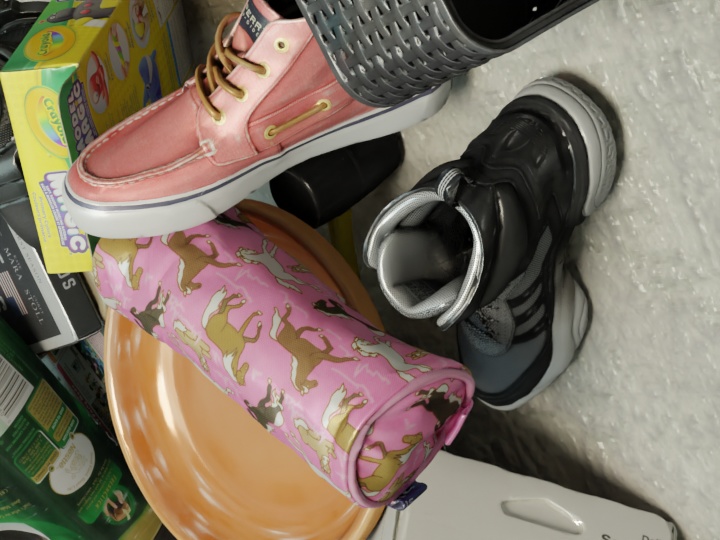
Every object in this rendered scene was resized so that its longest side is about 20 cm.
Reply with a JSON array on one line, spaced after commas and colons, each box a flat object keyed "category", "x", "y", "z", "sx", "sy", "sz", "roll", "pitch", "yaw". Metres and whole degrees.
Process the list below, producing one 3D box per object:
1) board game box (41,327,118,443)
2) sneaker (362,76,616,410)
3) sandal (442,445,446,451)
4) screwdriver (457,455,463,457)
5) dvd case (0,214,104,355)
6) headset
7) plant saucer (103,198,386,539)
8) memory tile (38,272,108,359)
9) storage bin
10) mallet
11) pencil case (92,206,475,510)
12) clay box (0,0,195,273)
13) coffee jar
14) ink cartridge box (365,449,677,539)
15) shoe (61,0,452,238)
[{"category": "board game box", "x": -0.144, "y": 0.024, "z": 1.587, "sx": 0.148, "sy": 0.064, "sz": 0.200, "roll": 53, "pitch": 144, "yaw": 11}, {"category": "sneaker", "x": 0.052, "y": 0.005, "z": 1.281, "sx": 0.075, "sy": 0.114, "sz": 0.201, "roll": 39, "pitch": 141, "yaw": 27}, {"category": "sandal", "x": 0.009, "y": 0.091, "z": 1.433, "sx": 0.079, "sy": 0.059, "sz": 0.207, "roll": -13, "pitch": 110, "yaw": 33}, {"category": "screwdriver", "x": -0.012, "y": 0.094, "z": 1.504, "sx": 0.200, "sy": 0.029, "sz": 0.028, "roll": 13, "pitch": 125, "yaw": 47}, {"category": "dvd case", "x": -0.235, "y": -0.014, "z": 1.572, "sx": 0.200, "sy": 0.025, "sz": 0.151, "roll": -17, "pitch": 100, "yaw": 56}, {"category": "headset", "x": -0.195, "y": -0.099, "z": 1.440, "sx": 0.094, "sy": 0.124, "sz": 0.201, "roll": -15, "pitch": 111, "yaw": 24}, {"category": "plant saucer", "x": -0.051, "y": 0.060, "z": 1.375, "sx": 0.200, "sy": 0.037, "sz": 0.201, "roll": 12, "pitch": 108, "yaw": 41}, {"category": "memory tile", "x": -0.214, "y": -0.018, "z": 1.578, "sx": 0.200, "sy": 0.017, "sz": 0.154, "roll": -26, "pitch": 92, "yaw": 56}, {"category": "storage bin", "x": 0.024, "y": -0.188, "z": 1.152, "sx": 0.094, "sy": 0.135, "sz": 0.201, "roll": -22, "pitch": 97, "yaw": 55}, {"category": "mallet", "x": 0.000, "y": 0.000, "z": 1.420, "sx": 0.041, "sy": 0.066, "sz": 0.200, "roll": 30, "pitch": 151, "yaw": 33}, {"category": "pencil case", "x": -0.039, "y": 0.030, "z": 1.270, "sx": 0.200, "sy": 0.083, "sz": 0.087, "roll": 36, "pitch": 161, "yaw": 32}, {"category": "clay box", "x": -0.133, "y": -0.083, "z": 1.384, "sx": 0.047, "sy": 0.200, "sz": 0.115, "roll": -3, "pitch": 118, "yaw": 15}, {"category": "coffee jar", "x": -0.187, "y": 0.116, "z": 1.552, "sx": 0.104, "sy": 0.085, "sz": 0.200, "roll": -11, "pitch": 130, "yaw": 47}, {"category": "ink cartridge box", "x": 0.061, "y": 0.194, "z": 1.380, "sx": 0.144, "sy": 0.084, "sz": 0.200, "roll": 16, "pitch": 140, "yaw": -6}, {"category": "shoe", "x": -0.054, "y": -0.091, "z": 1.264, "sx": 0.091, "sy": 0.199, "sz": 0.072, "roll": 76, "pitch": 168, "yaw": -45}]
